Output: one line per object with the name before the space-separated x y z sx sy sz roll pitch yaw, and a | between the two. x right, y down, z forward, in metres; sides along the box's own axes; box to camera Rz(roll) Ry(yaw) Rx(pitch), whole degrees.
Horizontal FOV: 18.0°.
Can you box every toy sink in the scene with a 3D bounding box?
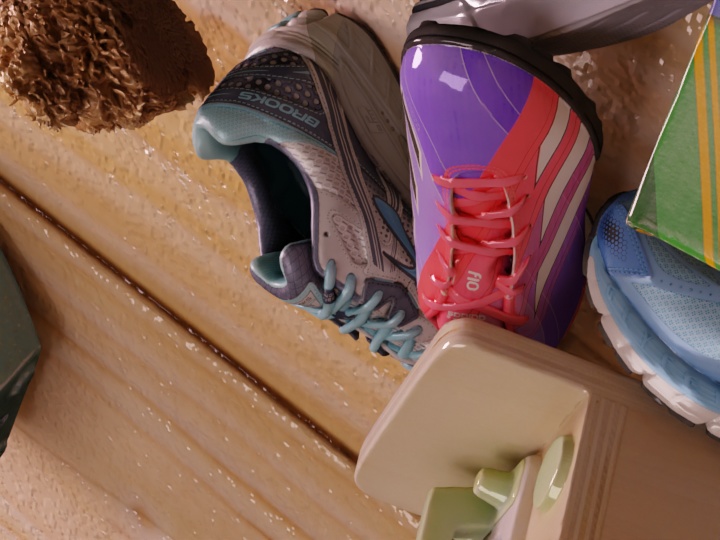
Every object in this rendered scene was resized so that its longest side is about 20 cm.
toy sink | 0.093 0.123 0.830 0.199 0.113 0.131 22 145 -7

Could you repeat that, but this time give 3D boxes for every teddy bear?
teddy bear | -0.127 -0.145 0.879 0.066 0.145 0.201 -21 104 29

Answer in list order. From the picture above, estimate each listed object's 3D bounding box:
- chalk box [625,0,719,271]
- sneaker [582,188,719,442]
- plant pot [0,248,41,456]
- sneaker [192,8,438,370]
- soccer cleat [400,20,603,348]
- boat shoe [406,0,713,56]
chalk box | 0.177 -0.081 0.599 0.123 0.124 0.201 30 111 27
sneaker | 0.170 0.025 0.787 0.199 0.078 0.090 35 122 16
plant pot | -0.282 0.044 1.180 0.199 0.197 0.196 35 142 5
sneaker | 0.000 0.000 0.915 0.201 0.086 0.077 56 144 -6
soccer cleat | 0.046 -0.016 0.805 0.068 0.074 0.200 16 158 16
boat shoe | 0.080 -0.116 0.758 0.200 0.072 0.072 -16 84 56
